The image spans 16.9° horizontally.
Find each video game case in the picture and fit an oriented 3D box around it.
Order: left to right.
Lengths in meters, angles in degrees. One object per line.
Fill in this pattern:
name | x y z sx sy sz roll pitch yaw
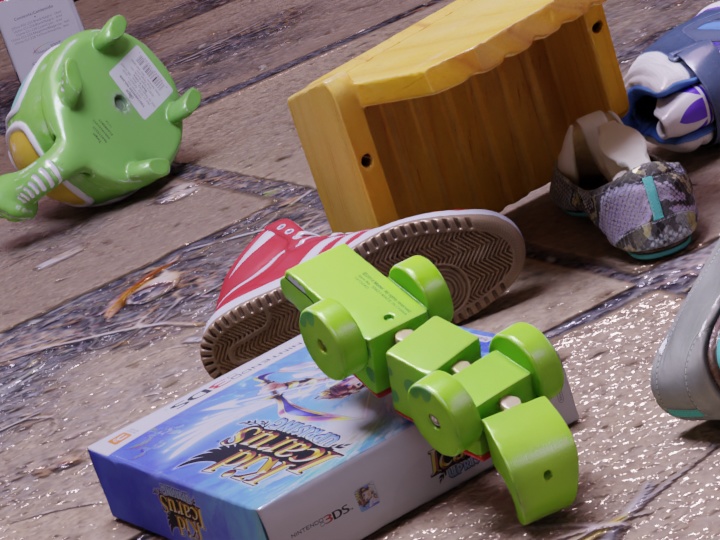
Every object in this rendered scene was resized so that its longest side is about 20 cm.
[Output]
video game case | -0.019 0.083 1.237 0.181 0.046 0.200 -28 18 -25

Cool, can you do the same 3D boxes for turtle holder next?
turtle holder | -0.229 -0.106 2.010 0.132 0.141 0.186 -25 48 41

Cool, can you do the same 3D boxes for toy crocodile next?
toy crocodile | 0.032 0.047 1.140 0.067 0.062 0.200 -29 43 -27

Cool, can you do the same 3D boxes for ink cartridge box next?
ink cartridge box | -0.340 -0.266 2.555 0.084 0.176 0.200 -21 15 -5

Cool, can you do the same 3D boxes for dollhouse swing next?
dollhouse swing | 0.092 -0.094 1.471 0.200 0.182 0.176 -31 28 -24

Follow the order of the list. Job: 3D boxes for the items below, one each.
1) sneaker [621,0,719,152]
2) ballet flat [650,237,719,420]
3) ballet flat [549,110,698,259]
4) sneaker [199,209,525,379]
sneaker | 0.256 -0.119 1.546 0.200 0.081 0.146 3 35 46
ballet flat | 0.194 -0.011 1.162 0.064 0.067 0.200 -20 33 56
ballet flat | 0.156 -0.062 1.472 0.072 0.072 0.200 -21 15 -5
sneaker | 0.000 0.000 1.444 0.199 0.071 0.113 -20 19 7
